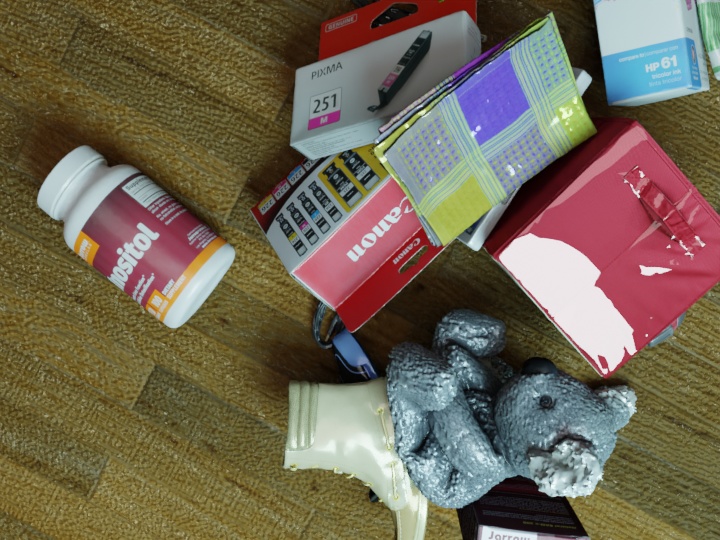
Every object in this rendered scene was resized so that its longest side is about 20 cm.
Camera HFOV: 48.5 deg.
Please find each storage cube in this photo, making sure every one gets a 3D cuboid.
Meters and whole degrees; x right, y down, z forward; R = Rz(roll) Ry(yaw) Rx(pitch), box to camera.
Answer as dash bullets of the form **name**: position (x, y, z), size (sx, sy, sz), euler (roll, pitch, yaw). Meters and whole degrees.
- **storage cube**: position (0.239, -0.031, 0.814), size (0.180, 0.200, 0.171), euler (-43, 98, 9)

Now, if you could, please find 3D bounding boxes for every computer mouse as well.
- **computer mouse**: position (0.000, 0.000, 0.912), size (0.058, 0.034, 0.201), euler (28, 101, -22)

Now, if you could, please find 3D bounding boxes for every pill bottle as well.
- **pill bottle**: position (-0.245, -0.040, 0.871), size (0.199, 0.113, 0.113), euler (38, 96, -2)

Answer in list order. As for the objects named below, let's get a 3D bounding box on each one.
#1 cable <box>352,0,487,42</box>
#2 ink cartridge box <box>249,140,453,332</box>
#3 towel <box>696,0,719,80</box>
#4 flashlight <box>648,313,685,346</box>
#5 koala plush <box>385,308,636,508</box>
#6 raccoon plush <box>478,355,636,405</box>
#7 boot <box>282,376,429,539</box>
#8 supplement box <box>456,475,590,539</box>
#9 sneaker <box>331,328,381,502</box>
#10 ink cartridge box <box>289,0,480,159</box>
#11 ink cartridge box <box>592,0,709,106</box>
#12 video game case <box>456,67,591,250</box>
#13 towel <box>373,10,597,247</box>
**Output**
- **cable**: position (0.038, -0.273, 0.886), size (0.199, 0.050, 0.098), euler (40, 113, 10)
- **ink cartridge box**: position (0.006, -0.067, 0.824), size (0.200, 0.176, 0.084), euler (-44, 133, 5)
- **towel**: position (0.394, -0.303, 0.830), size (0.151, 0.023, 0.203), euler (-13, 96, -33)
- **flashlight**: position (0.382, 0.005, 0.881), size (0.199, 0.068, 0.068), euler (-32, 52, 1)
- **koala plush**: position (0.149, 0.145, 0.756), size (0.198, 0.177, 0.186), euler (1, 104, 29)
- **raccoon plush**: position (0.197, 0.128, 0.907), size (0.198, 0.097, 0.135), euler (-18, 80, -26)
- **boot**: position (-0.005, 0.210, 0.844), size (0.153, 0.073, 0.203), euler (-2, 99, -4)
- **supplement box**: position (0.161, 0.259, 0.843), size (0.107, 0.200, 0.062), euler (6, 96, 2)
- **sneaker**: position (0.004, 0.168, 0.905), size (0.077, 0.070, 0.202), euler (-27, 95, -2)
- **ink cartridge box**: position (0.024, -0.217, 0.802), size (0.198, 0.043, 0.176), euler (-11, 67, 31)
- **ink cartridge box**: position (0.289, -0.275, 0.806), size (0.084, 0.144, 0.203), euler (-8, 96, 31)
- **video game case**: position (0.141, -0.129, 0.839), size (0.018, 0.143, 0.201), euler (30, 97, -28)
- **towel**: position (0.117, -0.121, 0.728), size (0.199, 0.023, 0.144), euler (-35, 126, -2)
